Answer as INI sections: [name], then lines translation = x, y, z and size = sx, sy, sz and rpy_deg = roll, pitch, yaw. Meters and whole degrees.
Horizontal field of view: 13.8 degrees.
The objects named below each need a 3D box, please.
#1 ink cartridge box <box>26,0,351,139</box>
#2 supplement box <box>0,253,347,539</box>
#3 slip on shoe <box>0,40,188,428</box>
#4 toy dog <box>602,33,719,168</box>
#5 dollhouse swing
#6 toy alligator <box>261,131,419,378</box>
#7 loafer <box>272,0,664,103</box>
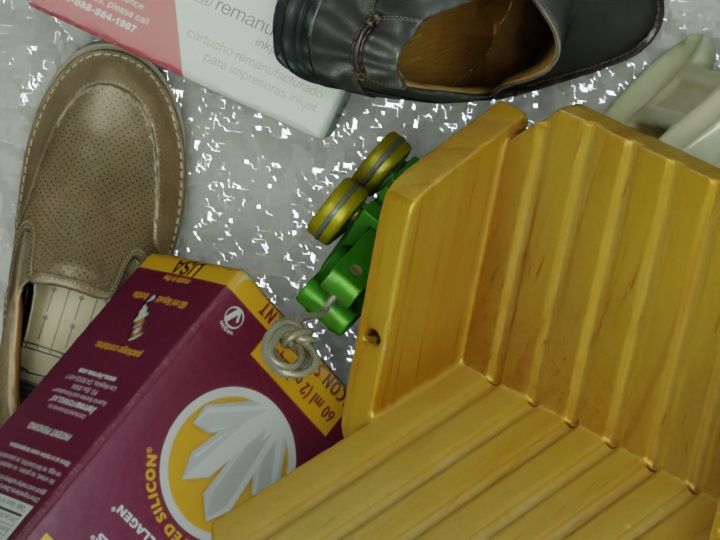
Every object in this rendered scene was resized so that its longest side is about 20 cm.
[ink cartridge box]
translation = -0.038, -0.178, 1.295
size = 0.145, 0.083, 0.200
rpy_deg = 25, 96, 0
[supplement box]
translation = -0.099, 0.104, 1.271
size = 0.200, 0.086, 0.110
rpy_deg = -51, 118, -18
[slip on shoe]
translation = -0.124, -0.002, 1.326
size = 0.076, 0.061, 0.200
rpy_deg = 15, 96, 1
[toy dog]
translation = 0.173, 0.024, 1.274
size = 0.194, 0.140, 0.200
rpy_deg = -47, 104, -13
[dollhouse swing]
translation = 0.058, 0.054, 1.139
size = 0.200, 0.176, 0.182
rpy_deg = 29, 119, 36
[toy alligator]
translation = 0.000, 0.000, 1.283
size = 0.059, 0.200, 0.054
rpy_deg = 39, 134, 2
[loafer]
translation = 0.060, -0.098, 1.259
size = 0.200, 0.072, 0.073
rpy_deg = -11, 119, -37
